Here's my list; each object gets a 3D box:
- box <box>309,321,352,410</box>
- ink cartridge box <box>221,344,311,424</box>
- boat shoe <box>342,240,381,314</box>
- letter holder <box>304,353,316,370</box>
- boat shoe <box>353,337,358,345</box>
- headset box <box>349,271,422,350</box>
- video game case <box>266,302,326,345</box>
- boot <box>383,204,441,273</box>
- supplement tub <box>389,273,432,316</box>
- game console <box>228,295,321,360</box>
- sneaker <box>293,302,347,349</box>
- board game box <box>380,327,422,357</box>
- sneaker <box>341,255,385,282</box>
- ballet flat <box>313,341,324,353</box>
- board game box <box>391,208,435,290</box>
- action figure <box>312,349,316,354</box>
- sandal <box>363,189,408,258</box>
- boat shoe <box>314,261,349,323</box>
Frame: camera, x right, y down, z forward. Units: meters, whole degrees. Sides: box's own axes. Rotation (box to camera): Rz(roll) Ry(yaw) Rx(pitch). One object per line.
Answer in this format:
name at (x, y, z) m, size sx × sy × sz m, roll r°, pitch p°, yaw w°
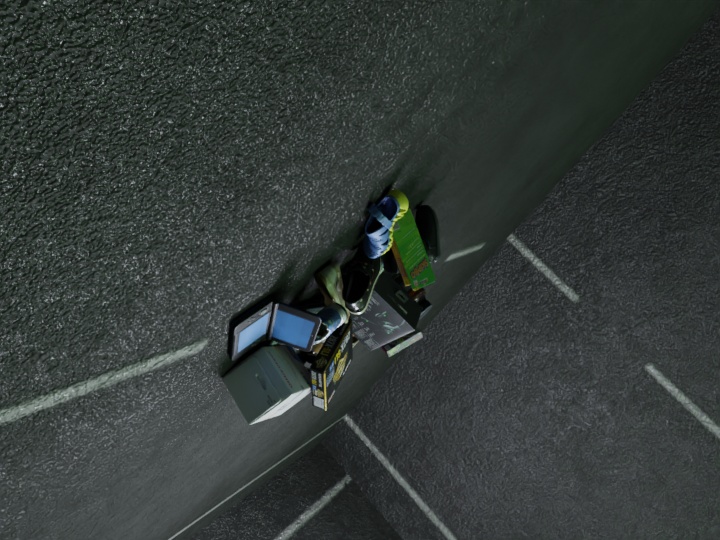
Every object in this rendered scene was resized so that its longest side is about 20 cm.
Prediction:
box at (-0.077, 0.257, 1.684) m, size 0.200 × 0.049 × 0.160 m, roll -59°, pitch 156°, yaw -46°
ink cartridge box at (-0.237, 0.298, 1.616) m, size 0.145 × 0.147 × 0.200 m, roll -38°, pitch 166°, yaw 9°
boat shoe at (0.004, 0.007, 1.516) m, size 0.063 × 0.073 × 0.202 m, roll 67°, pitch 33°, yaw -58°
letter holder at (-0.181, 0.335, 2.016) m, size 0.200 × 0.142 × 0.101 m, roll 96°, pitch 10°, yaw -73°
boat shoe at (-0.054, 0.249, 2.105) m, size 0.200 × 0.072 × 0.076 m, roll -54°, pitch -179°, yaw -33°
headset box at (0.049, 0.111, 1.704) m, size 0.200 × 0.174 × 0.093 m, roll -32°, pitch -158°, yaw 41°
video game case at (-0.139, 0.139, 1.626) m, size 0.200 × 0.019 × 0.143 m, roll -6°, pitch 141°, yaw -46°
boot at (0.130, -0.086, 1.629) m, size 0.200 × 0.166 × 0.066 m, roll -14°, pitch -179°, yaw -43°
supplement tub at (0.123, 0.060, 1.844) m, size 0.107 × 0.200 × 0.107 m, roll -40°, pitch 165°, yaw -13°
game console at (-0.202, 0.158, 1.412) m, size 0.171 × 0.118 × 0.200 m, roll -36°, pitch 163°, yaw -29°
sneaker at (-0.120, 0.146, 1.515) m, size 0.200 × 0.076 × 0.077 m, roll -39°, pitch -178°, yaw 38°
board game box at (0.090, 0.175, 1.835) m, size 0.120 × 0.200 × 0.032 m, roll -32°, pitch 121°, yaw -8°
sneaker at (0.000, 0.000, 1.607) m, size 0.200 × 0.075 × 0.084 m, roll -50°, pitch 161°, yaw 10°
ballet flat at (-0.090, 0.165, 1.851) m, size 0.200 × 0.069 × 0.063 m, roll -54°, pitch 156°, yaw 1°
board game box at (0.124, -0.052, 1.552) m, size 0.095 × 0.201 × 0.030 m, roll -21°, pitch 179°, yaw -41°
action figure at (-0.093, 0.216, 1.980) m, size 0.193 × 0.105 × 0.200 m, roll -24°, pitch -175°, yaw -38°
sandal at (0.040, -0.104, 1.441) m, size 0.087 × 0.079 × 0.200 m, roll -28°, pitch 150°, yaw -37°
boat shoe at (-0.057, 0.061, 1.542) m, size 0.063 × 0.073 × 0.201 m, roll -41°, pitch 138°, yaw -17°
